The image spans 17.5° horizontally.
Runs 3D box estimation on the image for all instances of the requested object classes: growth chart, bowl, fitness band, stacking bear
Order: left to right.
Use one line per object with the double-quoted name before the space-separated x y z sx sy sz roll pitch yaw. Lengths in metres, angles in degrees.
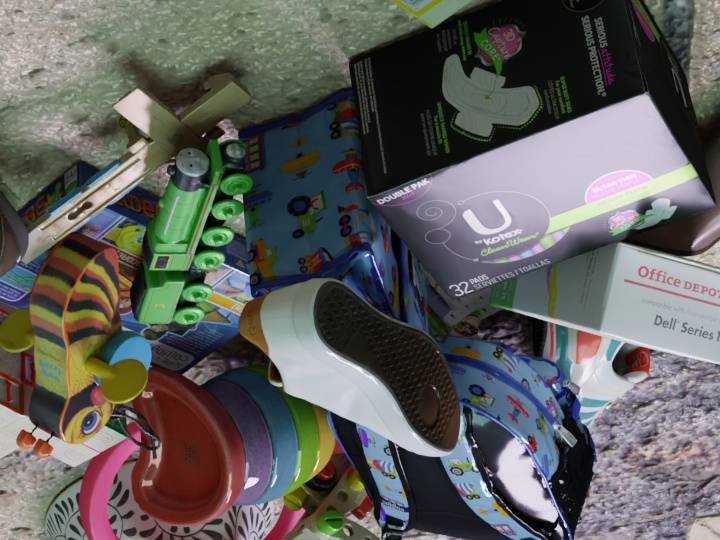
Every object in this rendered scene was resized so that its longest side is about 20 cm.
"bowl" -0.171 0.253 2.023 0.201 0.094 0.201 -5 144 -3
"fitness band" -0.135 0.191 1.929 0.200 0.037 0.144 15 103 -30
"stacking bear" -0.067 0.120 1.821 0.200 0.114 0.122 -16 114 -45
"growth chart" 0.102 -0.007 1.785 0.200 0.018 0.145 -30 138 26

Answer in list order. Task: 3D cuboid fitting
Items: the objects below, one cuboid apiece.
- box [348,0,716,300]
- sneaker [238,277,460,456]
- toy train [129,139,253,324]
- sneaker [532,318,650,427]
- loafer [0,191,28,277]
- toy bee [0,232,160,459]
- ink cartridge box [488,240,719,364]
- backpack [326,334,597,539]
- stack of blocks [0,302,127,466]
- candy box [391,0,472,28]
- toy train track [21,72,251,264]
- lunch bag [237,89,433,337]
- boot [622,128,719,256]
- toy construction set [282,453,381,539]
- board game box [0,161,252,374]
"box" 0.116 -0.093 1.580 0.200 0.124 0.149 -20 143 18
"sneaker" -0.007 0.064 1.568 0.085 0.073 0.200 -7 145 35
"toy train" -0.121 -0.025 1.628 0.056 0.042 0.200 0 146 -17
"sneaker" 0.188 0.096 1.895 0.093 0.070 0.200 -3 142 4
"loafer" -0.296 -0.063 1.543 0.073 0.071 0.200 -31 113 28
"toy bee" -0.199 0.080 1.671 0.131 0.109 0.200 1 124 46
"ink cartridge box" 0.192 0.018 1.670 0.117 0.067 0.200 14 180 -26
"backpack" 0.075 0.116 1.778 0.182 0.135 0.200 5 146 27
"stack of blocks" -0.263 0.077 1.745 0.059 0.115 0.200 -28 140 26
"candy box" 0.018 -0.227 1.460 0.102 0.026 0.200 -34 137 27
"toy train track" -0.162 -0.075 1.603 0.200 0.033 0.115 -36 137 13
"lunch bag" 0.000 0.000 1.649 0.094 0.151 0.200 -20 138 16
"boot" 0.271 -0.081 1.684 0.200 0.070 0.146 2 137 -15
"toy construction set" 0.001 0.195 1.924 0.131 0.200 0.092 45 120 -7
"board game box" -0.169 0.004 1.730 0.200 0.034 0.135 27 131 -37
